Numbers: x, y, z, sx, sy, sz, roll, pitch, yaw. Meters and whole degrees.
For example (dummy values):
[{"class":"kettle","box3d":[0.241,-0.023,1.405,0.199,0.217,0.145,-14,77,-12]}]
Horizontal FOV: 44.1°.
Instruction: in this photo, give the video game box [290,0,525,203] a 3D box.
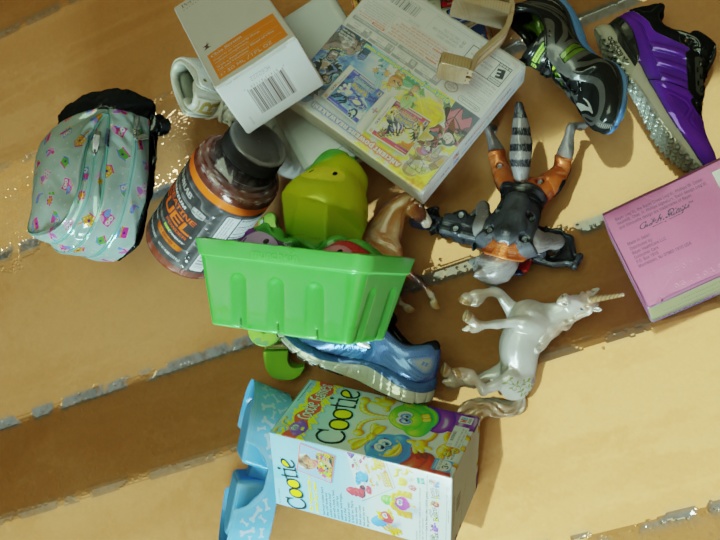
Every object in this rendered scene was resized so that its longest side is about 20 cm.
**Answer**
[{"class":"video game box","box3d":[0.047,-0.201,0.974,0.200,0.047,0.182,38,81,16]}]

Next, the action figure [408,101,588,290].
[{"class":"action figure","box3d":[0.145,-0.076,0.968,0.200,0.105,0.194,7,76,19]}]

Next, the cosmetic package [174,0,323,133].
[{"class":"cosmetic package","box3d":[-0.127,-0.250,0.983,0.101,0.071,0.200,-33,45,2]}]

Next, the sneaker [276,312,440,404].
[{"class":"sneaker","box3d":[-0.001,0.073,0.983,0.200,0.079,0.089,20,94,13]}]

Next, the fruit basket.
[{"class":"fruit basket","box3d":[-0.050,-0.034,0.923,0.215,0.155,0.216,-1,89,24]}]

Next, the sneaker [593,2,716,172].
[{"class":"sneaker","box3d":[0.336,-0.199,0.933,0.099,0.070,0.200,-29,76,8]}]

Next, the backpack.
[{"class":"backpack","box3d":[-0.327,-0.110,1.091,0.167,0.127,0.200,-17,64,46]}]

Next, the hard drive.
[{"class":"hard drive","box3d":[-0.043,-0.213,1.034,0.132,0.027,0.200,-31,73,6]}]

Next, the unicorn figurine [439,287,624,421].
[{"class":"unicorn figurine","box3d":[0.167,0.072,0.940,0.137,0.074,0.200,10,123,-10]}]

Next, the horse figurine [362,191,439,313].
[{"class":"horse figurine","box3d":[0.000,0.000,1.008,0.200,0.050,0.133,-18,103,23]}]

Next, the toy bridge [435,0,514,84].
[{"class":"toy bridge","box3d":[0.130,-0.280,0.955,0.067,0.027,0.200,14,59,0]}]

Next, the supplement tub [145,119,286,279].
[{"class":"supplement tub","box3d":[-0.165,-0.085,1.033,0.200,0.107,0.107,-47,69,38]}]

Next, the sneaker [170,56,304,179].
[{"class":"sneaker","box3d":[-0.152,-0.182,1.067,0.200,0.116,0.074,51,126,22]}]

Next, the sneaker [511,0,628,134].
[{"class":"sneaker","box3d":[0.217,-0.218,0.951,0.083,0.071,0.200,-11,57,-23]}]

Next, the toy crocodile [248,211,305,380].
[{"class":"toy crocodile","box3d":[-0.100,0.030,1.056,0.062,0.068,0.200,-2,84,0]}]

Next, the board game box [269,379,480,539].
[{"class":"board game box","box3d":[0.017,0.204,0.953,0.200,0.103,0.105,10,121,20]}]

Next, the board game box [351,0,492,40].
[{"class":"board game box","box3d":[0.073,-0.293,1.047,0.151,0.046,0.200,-14,79,17]}]

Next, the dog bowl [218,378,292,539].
[{"class":"dog bowl","box3d":[-0.120,0.227,1.017,0.050,0.111,0.200,11,86,-12]}]

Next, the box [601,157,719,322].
[{"class":"box","box3d":[0.336,-0.034,0.841,0.176,0.200,0.097,-26,75,15]}]
